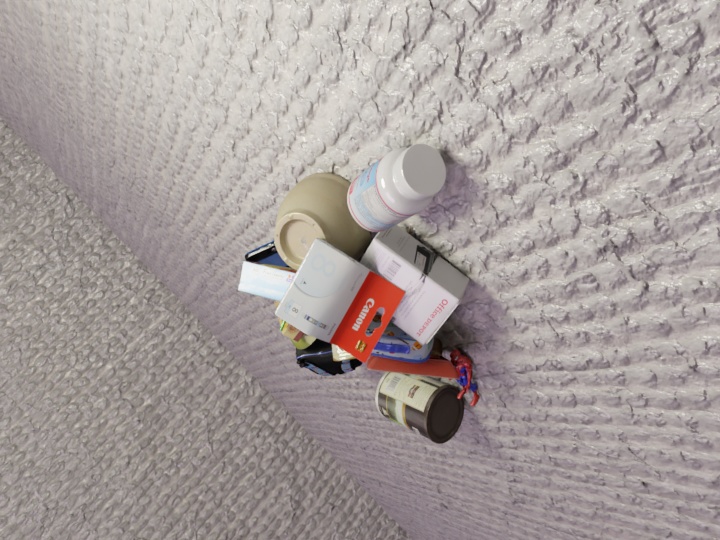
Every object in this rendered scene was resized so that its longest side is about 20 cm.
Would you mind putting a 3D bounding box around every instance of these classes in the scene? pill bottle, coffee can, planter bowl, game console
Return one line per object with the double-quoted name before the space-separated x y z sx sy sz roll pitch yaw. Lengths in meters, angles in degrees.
"pill bottle" 0.060 -0.139 1.072 0.109 0.109 0.199 47 156 -9
"coffee can" 0.155 0.349 1.680 0.198 0.147 0.148 13 143 50
"planter bowl" -0.090 -0.078 1.271 0.195 0.135 0.205 10 116 20
"game console" -0.158 0.000 1.547 0.121 0.167 0.200 71 -167 17

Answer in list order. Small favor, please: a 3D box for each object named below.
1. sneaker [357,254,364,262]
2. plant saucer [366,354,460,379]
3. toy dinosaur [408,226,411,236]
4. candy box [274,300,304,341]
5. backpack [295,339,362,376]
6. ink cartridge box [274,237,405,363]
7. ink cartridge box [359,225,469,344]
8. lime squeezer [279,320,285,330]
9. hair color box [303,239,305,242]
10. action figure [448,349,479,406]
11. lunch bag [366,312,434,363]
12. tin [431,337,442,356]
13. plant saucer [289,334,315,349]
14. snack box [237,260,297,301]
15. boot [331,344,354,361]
"sneaker" 0.000 0.000 1.429 0.077 0.087 0.198 40 157 -22
"plant saucer" 0.112 0.203 1.404 0.194 0.038 0.200 7 176 1
"toy dinosaur" 0.089 0.000 1.315 0.106 0.060 0.200 45 156 0
"candy box" -0.168 0.076 1.667 0.055 0.116 0.201 29 -160 -29
"backpack" -0.081 0.218 1.795 0.178 0.138 0.201 -12 154 9
"ink cartridge box" -0.037 0.060 1.184 0.197 0.162 0.047 31 -174 -1
"ink cartridge box" 0.090 0.025 1.240 0.198 0.084 0.146 36 130 2
"lime squeezer" -0.128 0.065 1.549 0.071 0.197 0.038 58 -177 -15
"hair color box" -0.074 -0.084 1.435 0.111 0.064 0.200 43 158 3
"action figure" 0.240 0.250 1.506 0.065 0.052 0.202 29 151 40
"lunch bag" 0.059 0.124 1.347 0.195 0.161 0.077 6 122 9
"tin" 0.106 0.171 1.486 0.197 0.043 0.111 21 156 -29
"plant saucer" -0.142 0.107 1.692 0.031 0.205 0.198 24 167 -29
"snack box" -0.133 0.033 1.332 0.165 0.069 0.199 13 179 20
"boot" 0.010 0.141 1.637 0.072 0.195 0.159 4 -105 -77
